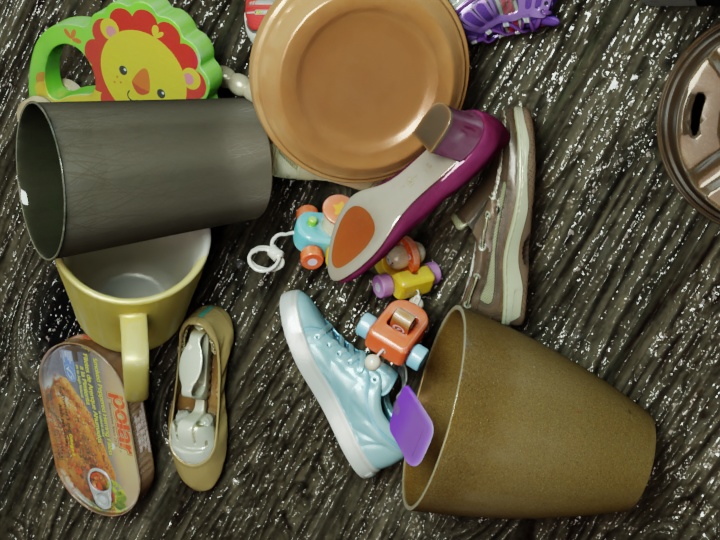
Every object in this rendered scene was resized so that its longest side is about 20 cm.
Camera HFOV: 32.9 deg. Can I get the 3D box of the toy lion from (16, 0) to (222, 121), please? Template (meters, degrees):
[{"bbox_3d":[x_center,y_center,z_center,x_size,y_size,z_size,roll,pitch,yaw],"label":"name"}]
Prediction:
[{"bbox_3d":[-0.232,-0.186,1.194,0.199,0.069,0.193,27,127,11],"label":"toy lion"}]

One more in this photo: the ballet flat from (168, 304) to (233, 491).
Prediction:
[{"bbox_3d":[-0.172,0.136,1.255,0.068,0.063,0.202,7,99,15],"label":"ballet flat"}]

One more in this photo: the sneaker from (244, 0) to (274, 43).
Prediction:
[{"bbox_3d":[-0.025,-0.272,1.153,0.198,0.077,0.086,-19,82,16],"label":"sneaker"}]

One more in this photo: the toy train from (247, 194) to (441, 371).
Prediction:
[{"bbox_3d":[0.000,0.000,1.140,0.199,0.150,0.056,34,135,15],"label":"toy train"}]

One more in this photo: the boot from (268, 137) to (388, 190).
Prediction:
[{"bbox_3d":[-0.005,-0.165,1.125,0.154,0.073,0.202,13,114,-11],"label":"boot"}]

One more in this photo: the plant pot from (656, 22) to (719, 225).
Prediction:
[{"bbox_3d":[0.337,-0.118,0.992,0.198,0.198,0.203,2,98,16],"label":"plant pot"}]

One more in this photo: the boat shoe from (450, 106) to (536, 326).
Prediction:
[{"bbox_3d":[0.121,-0.049,1.128,0.074,0.075,0.205,3,98,4],"label":"boat shoe"}]

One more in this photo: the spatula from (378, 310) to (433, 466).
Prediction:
[{"bbox_3d":[0.036,0.100,1.133,0.020,0.201,0.057,11,121,-14],"label":"spatula"}]

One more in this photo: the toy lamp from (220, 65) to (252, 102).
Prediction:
[{"bbox_3d":[-0.147,-0.197,1.207,0.199,0.058,0.059,26,104,13],"label":"toy lamp"}]

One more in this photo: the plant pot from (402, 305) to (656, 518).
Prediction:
[{"bbox_3d":[0.157,0.149,1.104,0.198,0.187,0.188,16,102,-6],"label":"plant pot"}]

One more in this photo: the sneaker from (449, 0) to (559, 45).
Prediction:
[{"bbox_3d":[0.133,-0.239,1.105,0.200,0.081,0.084,-39,91,17],"label":"sneaker"}]

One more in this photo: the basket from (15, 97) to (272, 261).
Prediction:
[{"bbox_3d":[-0.191,-0.090,1.094,0.180,0.198,0.138,-9,90,63],"label":"basket"}]

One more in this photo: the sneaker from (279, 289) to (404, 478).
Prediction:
[{"bbox_3d":[-0.007,0.099,1.200,0.081,0.074,0.201,-27,97,11],"label":"sneaker"}]

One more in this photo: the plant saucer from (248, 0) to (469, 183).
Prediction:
[{"bbox_3d":[0.003,-0.169,1.067,0.198,0.038,0.202,-5,114,-11],"label":"plant saucer"}]

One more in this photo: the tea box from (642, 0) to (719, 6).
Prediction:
[{"bbox_3d":[0.320,-0.286,0.974,0.195,0.200,0.135,3,98,17],"label":"tea box"}]

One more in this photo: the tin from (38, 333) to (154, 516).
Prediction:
[{"bbox_3d":[-0.274,0.162,1.280,0.111,0.042,0.202,7,114,29],"label":"tin"}]

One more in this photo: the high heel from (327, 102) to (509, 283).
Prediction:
[{"bbox_3d":[0.053,-0.059,1.089,0.200,0.096,0.068,-49,52,26],"label":"high heel"}]

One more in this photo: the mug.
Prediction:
[{"bbox_3d":[-0.233,0.018,1.192,0.148,0.187,0.154,25,147,5],"label":"mug"}]
